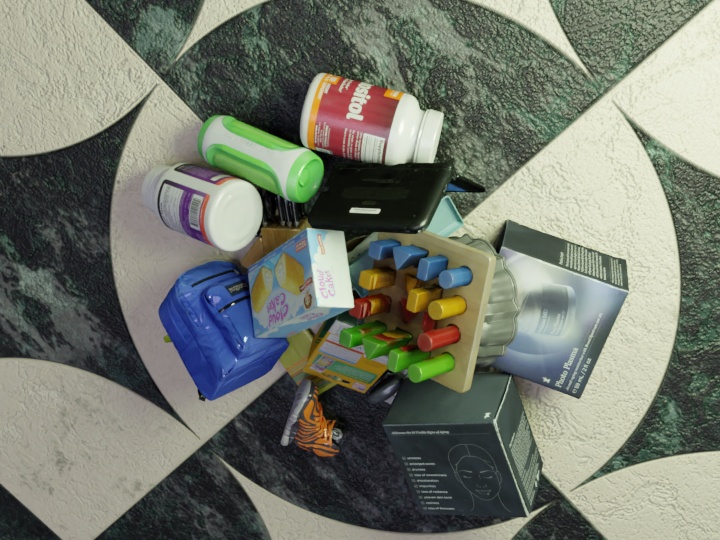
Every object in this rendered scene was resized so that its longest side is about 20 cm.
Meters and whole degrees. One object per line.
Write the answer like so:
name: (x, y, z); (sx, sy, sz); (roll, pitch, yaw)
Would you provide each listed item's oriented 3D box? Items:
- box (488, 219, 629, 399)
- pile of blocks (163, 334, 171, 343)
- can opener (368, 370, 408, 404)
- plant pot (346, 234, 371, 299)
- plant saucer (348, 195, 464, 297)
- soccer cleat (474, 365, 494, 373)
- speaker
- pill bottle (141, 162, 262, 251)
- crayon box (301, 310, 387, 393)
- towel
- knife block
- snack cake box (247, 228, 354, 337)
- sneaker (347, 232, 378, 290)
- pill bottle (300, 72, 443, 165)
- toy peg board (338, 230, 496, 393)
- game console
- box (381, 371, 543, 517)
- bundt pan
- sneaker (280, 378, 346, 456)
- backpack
box: (0.281, 0.060, 1.261); (0.196, 0.123, 0.203); (19, 117, 8)
pile of blocks: (-0.306, 0.149, 1.484); (0.062, 0.082, 0.201); (-29, 104, 24)
can opener: (0.096, 0.167, 1.396); (0.053, 0.067, 0.200); (42, 113, -5)
plant pot: (0.034, 0.030, 1.368); (0.196, 0.028, 0.203); (6, 115, 12)
plant saucer: (0.065, -0.039, 1.259); (0.199, 0.019, 0.070); (-35, 132, 4)
soccer cleat: (0.188, 0.229, 1.396); (0.076, 0.069, 0.203); (12, 119, 13)
speaker: (-0.156, -0.174, 1.266); (0.198, 0.088, 0.090); (25, 120, 25)
pill bottle: (-0.259, -0.109, 1.307); (0.198, 0.111, 0.113); (21, 122, 37)
crayon box: (-0.010, 0.127, 1.367); (0.124, 0.052, 0.200); (21, 144, -10)
towel: (-0.116, 0.134, 1.464); (0.085, 0.018, 0.201); (-31, 103, 22)
knife block: (-0.108, -0.051, 1.348); (0.200, 0.064, 0.176); (42, 118, -5)
snack cake box: (-0.095, 0.024, 1.233); (0.199, 0.066, 0.117); (-28, 65, 52)
sneaker: (0.000, 0.000, 1.302); (0.198, 0.085, 0.073); (-29, 103, 22)
pill bottle: (0.018, -0.215, 1.212); (0.197, 0.113, 0.115); (15, 117, 7)
toy peg board: (0.067, 0.052, 1.153); (0.198, 0.097, 0.203); (22, 111, 37)
game console: (0.054, -0.094, 1.179); (0.197, 0.177, 0.117); (4, 143, 34)
box: (0.168, 0.282, 1.322); (0.197, 0.124, 0.199); (-7, 120, 30)
bundt pan: (0.137, 0.050, 1.217); (0.200, 0.075, 0.206); (13, 107, 49)
sneaker: (-0.073, 0.268, 1.472); (0.110, 0.078, 0.201); (18, 144, -2)
backpack: (-0.227, 0.079, 1.373); (0.201, 0.161, 0.168); (52, 128, 17)
